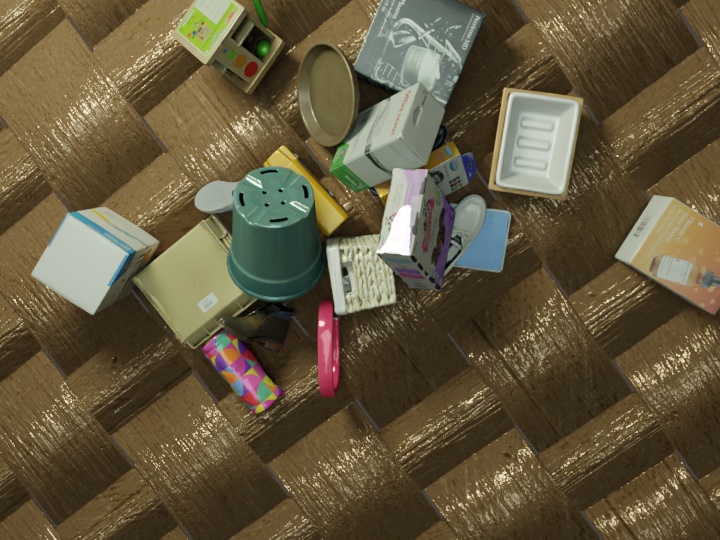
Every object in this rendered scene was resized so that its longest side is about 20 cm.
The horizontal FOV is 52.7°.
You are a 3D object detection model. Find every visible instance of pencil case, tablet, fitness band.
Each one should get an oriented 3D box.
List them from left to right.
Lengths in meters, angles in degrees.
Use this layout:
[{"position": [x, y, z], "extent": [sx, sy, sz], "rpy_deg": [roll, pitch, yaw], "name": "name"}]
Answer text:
[{"position": [-0.252, 0.214, 1.554], "extent": [0.088, 0.088, 0.200], "rpy_deg": [-37, 97, 8], "name": "pencil case"}, {"position": [-0.064, 0.160, 1.501], "extent": [0.037, 0.144, 0.202], "rpy_deg": [-1, 99, 2], "name": "fitness band"}, {"position": [0.207, -0.072, 1.517], "extent": [0.198, 0.014, 0.131], "rpy_deg": [8, 99, 3], "name": "tablet"}]

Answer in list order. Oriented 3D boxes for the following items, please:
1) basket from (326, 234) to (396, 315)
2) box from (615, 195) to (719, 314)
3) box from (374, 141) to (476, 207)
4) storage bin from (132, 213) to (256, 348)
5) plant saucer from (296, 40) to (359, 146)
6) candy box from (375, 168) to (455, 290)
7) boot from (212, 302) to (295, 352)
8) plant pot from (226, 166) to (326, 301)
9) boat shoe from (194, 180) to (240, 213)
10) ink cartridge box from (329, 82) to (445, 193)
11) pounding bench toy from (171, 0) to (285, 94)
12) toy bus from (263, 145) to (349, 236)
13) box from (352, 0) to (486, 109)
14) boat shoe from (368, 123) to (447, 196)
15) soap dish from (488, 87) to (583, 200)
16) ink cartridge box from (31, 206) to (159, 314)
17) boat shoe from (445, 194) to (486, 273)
[{"position": [0.000, 0.000, 1.451], "extent": [0.122, 0.200, 0.137], "rpy_deg": [-8, 98, -2], "name": "basket"}, {"position": [0.644, -0.034, 1.448], "extent": [0.199, 0.106, 0.153], "rpy_deg": [30, 99, -1], "name": "box"}, {"position": [0.133, -0.179, 1.450], "extent": [0.199, 0.119, 0.042], "rpy_deg": [-30, 63, 3], "name": "box"}, {"position": [-0.332, 0.024, 1.525], "extent": [0.200, 0.094, 0.199], "rpy_deg": [-37, 95, 8], "name": "storage bin"}, {"position": [-0.061, -0.345, 1.425], "extent": [0.029, 0.199, 0.202], "rpy_deg": [-13, 99, -34], "name": "plant saucer"}, {"position": [0.108, -0.073, 1.366], "extent": [0.071, 0.200, 0.169], "rpy_deg": [6, 73, 25], "name": "candy box"}, {"position": [-0.216, 0.098, 1.497], "extent": [0.074, 0.200, 0.097], "rpy_deg": [30, 90, 36], "name": "boot"}, {"position": [-0.163, -0.079, 1.384], "extent": [0.198, 0.197, 0.201], "rpy_deg": [2, 54, -3], "name": "plant pot"}, {"position": [-0.249, -0.148, 1.503], "extent": [0.199, 0.070, 0.071], "rpy_deg": [-10, 63, 25], "name": "boat shoe"}, {"position": [0.051, -0.249, 1.383], "extent": [0.083, 0.199, 0.147], "rpy_deg": [38, 57, -29], "name": "ink cartridge box"}, {"position": [-0.227, -0.473, 1.407], "extent": [0.124, 0.156, 0.200], "rpy_deg": [42, 100, 30], "name": "pounding bench toy"}, {"position": [-0.112, -0.164, 1.490], "extent": [0.065, 0.078, 0.200], "rpy_deg": [-43, 94, 8], "name": "toy bus"}, {"position": [0.111, -0.436, 1.416], "extent": [0.195, 0.124, 0.201], "rpy_deg": [23, 99, -2], "name": "box"}, {"position": [0.088, -0.232, 1.472], "extent": [0.084, 0.069, 0.200], "rpy_deg": [43, 99, -3], "name": "boat shoe"}, {"position": [0.345, -0.251, 1.448], "extent": [0.156, 0.081, 0.202], "rpy_deg": [8, 99, 2], "name": "soap dish"}, {"position": [-0.529, -0.026, 1.475], "extent": [0.144, 0.200, 0.148], "rpy_deg": [33, 99, -4], "name": "ink cartridge box"}, {"position": [0.196, -0.061, 1.479], "extent": [0.073, 0.065, 0.201], "rpy_deg": [27, 100, 0], "name": "boat shoe"}]
